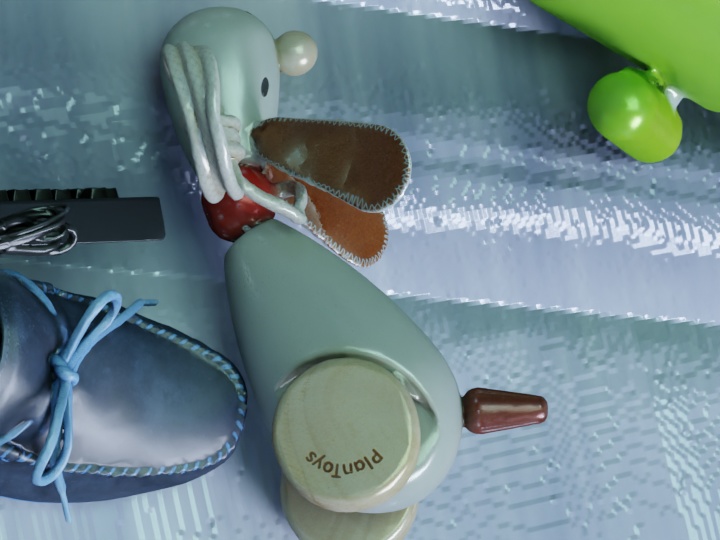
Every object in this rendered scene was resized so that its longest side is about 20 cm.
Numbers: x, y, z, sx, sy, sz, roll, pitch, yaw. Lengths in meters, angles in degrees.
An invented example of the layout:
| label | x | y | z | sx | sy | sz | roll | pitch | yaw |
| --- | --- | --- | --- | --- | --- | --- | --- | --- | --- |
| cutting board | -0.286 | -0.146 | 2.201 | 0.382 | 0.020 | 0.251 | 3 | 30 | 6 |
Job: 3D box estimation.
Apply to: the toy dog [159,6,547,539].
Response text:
| label | x | y | z | sx | sy | sz | roll | pitch | yaw |
| --- | --- | --- | --- | --- | --- | --- | --- | --- | --- |
| toy dog | 0.000 | 0.000 | 0.924 | 0.096 | 0.132 | 0.202 | -16 | 96 | -5 |

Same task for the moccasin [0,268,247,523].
| label | x | y | z | sx | sy | sz | roll | pitch | yaw |
| --- | --- | --- | --- | --- | --- | --- | --- | --- | --- |
| moccasin | -0.126 | 0.037 | 0.875 | 0.199 | 0.068 | 0.081 | 7 | 76 | -24 |

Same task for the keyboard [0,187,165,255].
| label | x | y | z | sx | sy | sz | roll | pitch | yaw |
| --- | --- | --- | --- | --- | --- | --- | --- | --- | --- |
| keyboard | -0.150 | -0.015 | 0.828 | 0.199 | 0.127 | 0.021 | -4 | 97 | -36 |

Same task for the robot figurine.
| label | x | y | z | sx | sy | sz | roll | pitch | yaw |
| --- | --- | --- | --- | --- | --- | --- | --- | --- | --- |
| robot figurine | 0.133 | -0.127 | 1.009 | 0.199 | 0.116 | 0.176 | 29 | 94 | -18 |
